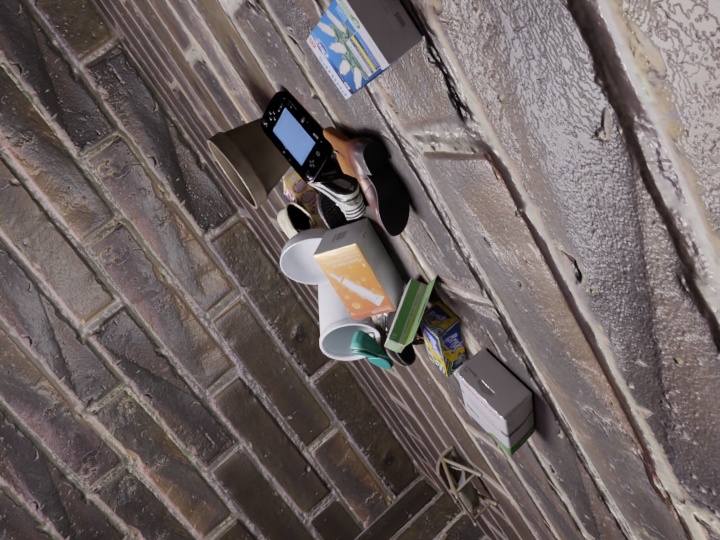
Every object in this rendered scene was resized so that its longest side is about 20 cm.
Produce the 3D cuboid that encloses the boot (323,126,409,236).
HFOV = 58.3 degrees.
[{"bbox_3d":[0.002,-0.167,1.203,0.190,0.068,0.199,59,168,-28],"label":"boot"}]

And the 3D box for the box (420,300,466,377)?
[{"bbox_3d":[0.186,0.156,1.446,0.070,0.064,0.201,44,166,34],"label":"box"}]

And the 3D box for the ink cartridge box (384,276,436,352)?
[{"bbox_3d":[0.103,0.090,1.376,0.047,0.148,0.200,21,166,3],"label":"ink cartridge box"}]

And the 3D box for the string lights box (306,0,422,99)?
[{"bbox_3d":[-0.001,-0.302,0.842,0.103,0.059,0.200,53,169,-12],"label":"string lights box"}]

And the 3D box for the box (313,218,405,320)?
[{"bbox_3d":[0.000,0.000,1.497,0.122,0.098,0.202,-15,122,31],"label":"box"}]

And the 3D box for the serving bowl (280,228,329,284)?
[{"bbox_3d":[-0.110,-0.047,1.669,0.201,0.196,0.067,68,-167,-54],"label":"serving bowl"}]

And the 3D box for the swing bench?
[{"bbox_3d":[0.384,0.804,2.419,0.199,0.129,0.201,35,159,57],"label":"swing bench"}]

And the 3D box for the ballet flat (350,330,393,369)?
[{"bbox_3d":[0.038,0.198,1.651,0.066,0.072,0.200,3,161,29],"label":"ballet flat"}]

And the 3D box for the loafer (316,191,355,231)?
[{"bbox_3d":[-0.049,-0.109,1.556,0.202,0.073,0.071,58,166,-24],"label":"loafer"}]

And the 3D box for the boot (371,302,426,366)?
[{"bbox_3d":[0.116,0.155,1.589,0.149,0.073,0.203,-3,117,51],"label":"boot"}]

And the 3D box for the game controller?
[{"bbox_3d":[-0.136,-0.283,1.365,0.201,0.042,0.105,50,133,18],"label":"game controller"}]

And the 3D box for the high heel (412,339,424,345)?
[{"bbox_3d":[0.101,0.106,1.664,0.141,0.071,0.202,26,150,41],"label":"high heel"}]

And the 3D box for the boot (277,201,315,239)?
[{"bbox_3d":[-0.146,-0.092,1.734,0.201,0.072,0.154,54,166,-6],"label":"boot"}]

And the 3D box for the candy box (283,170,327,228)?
[{"bbox_3d":[-0.129,-0.167,1.746,0.201,0.056,0.117,50,169,4],"label":"candy box"}]

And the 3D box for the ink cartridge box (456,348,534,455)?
[{"bbox_3d":[0.287,0.278,1.358,0.146,0.084,0.201,44,165,35],"label":"ink cartridge box"}]

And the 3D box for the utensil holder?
[{"bbox_3d":[-0.034,0.112,1.756,0.171,0.166,0.203,66,-166,-50],"label":"utensil holder"}]

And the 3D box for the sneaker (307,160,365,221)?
[{"bbox_3d":[-0.060,-0.169,1.416,0.200,0.075,0.116,38,160,42],"label":"sneaker"}]

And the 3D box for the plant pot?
[{"bbox_3d":[-0.247,-0.282,1.573,0.201,0.173,0.201,48,167,15],"label":"plant pot"}]
